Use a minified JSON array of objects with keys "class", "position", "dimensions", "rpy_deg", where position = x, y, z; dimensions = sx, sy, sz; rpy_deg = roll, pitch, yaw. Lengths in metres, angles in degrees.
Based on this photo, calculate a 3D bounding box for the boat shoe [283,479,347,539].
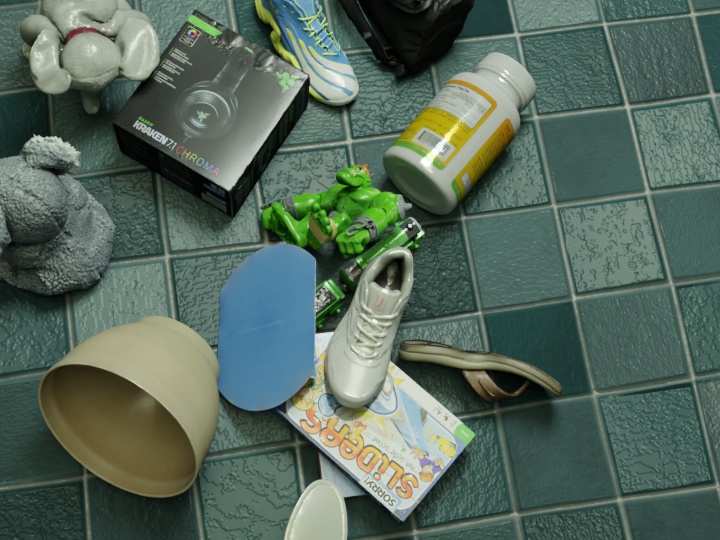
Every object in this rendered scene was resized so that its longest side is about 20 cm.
[{"class":"boat shoe","position":[-0.063,0.337,1.339],"dimensions":[0.073,0.062,0.201],"rpy_deg":[12,73,-16]}]

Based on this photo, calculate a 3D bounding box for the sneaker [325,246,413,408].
[{"class":"sneaker","position":[0.011,0.057,1.358],"dimensions":[0.078,0.099,0.201],"rpy_deg":[16,68,-1]}]

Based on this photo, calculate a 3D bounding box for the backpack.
[{"class":"backpack","position":[0.053,-0.378,1.541],"dimensions":[0.126,0.167,0.200],"rpy_deg":[-27,72,-32]}]

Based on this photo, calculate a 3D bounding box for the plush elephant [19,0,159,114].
[{"class":"plush elephant","position":[-0.330,-0.268,1.445],"dimensions":[0.164,0.200,0.155],"rpy_deg":[-4,68,-13]}]

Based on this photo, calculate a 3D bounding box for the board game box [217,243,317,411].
[{"class":"board game box","position":[-0.101,0.071,1.410],"dimensions":[0.158,0.039,0.201],"rpy_deg":[-16,65,37]}]

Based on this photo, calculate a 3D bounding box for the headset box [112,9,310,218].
[{"class":"headset box","position":[-0.179,-0.201,1.488],"dimensions":[0.174,0.093,0.200],"rpy_deg":[31,72,5]}]

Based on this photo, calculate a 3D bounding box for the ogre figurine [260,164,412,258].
[{"class":"ogre figurine","position":[-0.027,-0.067,1.432],"dimensions":[0.120,0.200,0.098],"rpy_deg":[-26,95,-30]}]

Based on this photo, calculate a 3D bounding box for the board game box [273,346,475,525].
[{"class":"board game box","position":[0.016,0.179,1.390],"dimensions":[0.200,0.034,0.135],"rpy_deg":[39,74,9]}]

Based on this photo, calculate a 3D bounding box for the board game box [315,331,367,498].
[{"class":"board game box","position":[-0.007,0.169,1.421],"dimensions":[0.103,0.019,0.201],"rpy_deg":[-6,73,-5]}]

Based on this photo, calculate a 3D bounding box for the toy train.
[{"class":"toy train","position":[0.000,0.000,1.456],"dimensions":[0.200,0.056,0.042],"rpy_deg":[-40,79,-14]}]

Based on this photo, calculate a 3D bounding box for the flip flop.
[{"class":"flip flop","position":[0.141,0.125,1.420],"dimensions":[0.199,0.081,0.058],"rpy_deg":[11,89,1]}]

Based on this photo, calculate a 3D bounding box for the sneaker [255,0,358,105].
[{"class":"sneaker","position":[-0.072,-0.304,1.522],"dimensions":[0.076,0.105,0.200],"rpy_deg":[-36,78,-14]}]

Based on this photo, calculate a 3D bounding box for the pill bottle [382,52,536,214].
[{"class":"pill bottle","position":[0.130,-0.176,1.493],"dimensions":[0.111,0.111,0.200],"rpy_deg":[39,73,8]}]

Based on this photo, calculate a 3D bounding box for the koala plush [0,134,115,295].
[{"class":"koala plush","position":[-0.379,-0.071,1.375],"dimensions":[0.184,0.200,0.177],"rpy_deg":[37,73,8]}]

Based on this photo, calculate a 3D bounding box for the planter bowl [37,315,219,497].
[{"class":"planter bowl","position":[-0.239,0.137,1.339],"dimensions":[0.200,0.200,0.135],"rpy_deg":[29,46,5]}]
